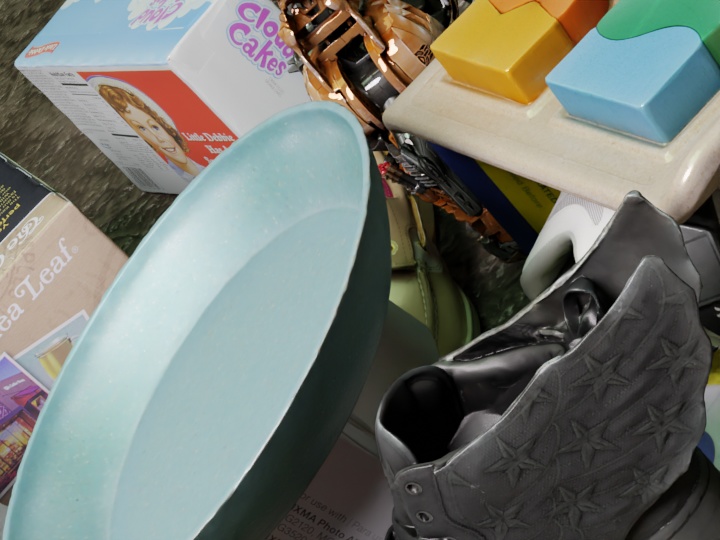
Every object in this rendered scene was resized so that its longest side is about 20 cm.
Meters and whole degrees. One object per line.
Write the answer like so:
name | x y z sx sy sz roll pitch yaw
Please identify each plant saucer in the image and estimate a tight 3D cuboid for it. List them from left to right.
plant saucer | -0.049 0.037 0.646 0.200 0.036 0.200 -42 28 28

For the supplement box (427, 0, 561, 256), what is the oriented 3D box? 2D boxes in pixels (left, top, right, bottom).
supplement box | 0.141 -0.080 0.725 0.200 0.109 0.110 -18 37 40

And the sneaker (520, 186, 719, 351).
sneaker | 0.118 -0.002 0.599 0.089 0.074 0.200 -52 19 -13

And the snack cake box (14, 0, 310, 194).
snack cake box | -0.095 -0.100 1.063 0.067 0.115 0.200 -53 29 -17

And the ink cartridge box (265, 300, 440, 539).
ink cartridge box | -0.050 0.104 0.712 0.200 0.083 0.145 -49 25 16

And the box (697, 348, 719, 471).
box | 0.103 0.086 0.614 0.200 0.048 0.117 -55 29 -17

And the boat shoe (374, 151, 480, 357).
boat shoe | 0.000 0.000 0.847 0.074 0.066 0.200 -36 30 12

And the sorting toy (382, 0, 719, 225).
sorting toy | 0.107 -0.103 0.636 0.185 0.036 0.200 -46 26 -10

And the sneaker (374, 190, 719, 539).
sneaker | 0.031 0.068 0.572 0.200 0.104 0.060 -32 29 23

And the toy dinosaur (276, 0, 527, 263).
toy dinosaur | 0.016 -0.090 0.804 0.102 0.200 0.136 -19 31 10

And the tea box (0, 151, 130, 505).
tea box | -0.192 0.060 0.950 0.200 0.134 0.197 -48 27 -6

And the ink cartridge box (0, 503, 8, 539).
ink cartridge box | -0.185 0.152 0.726 0.200 0.067 0.116 -64 14 13
